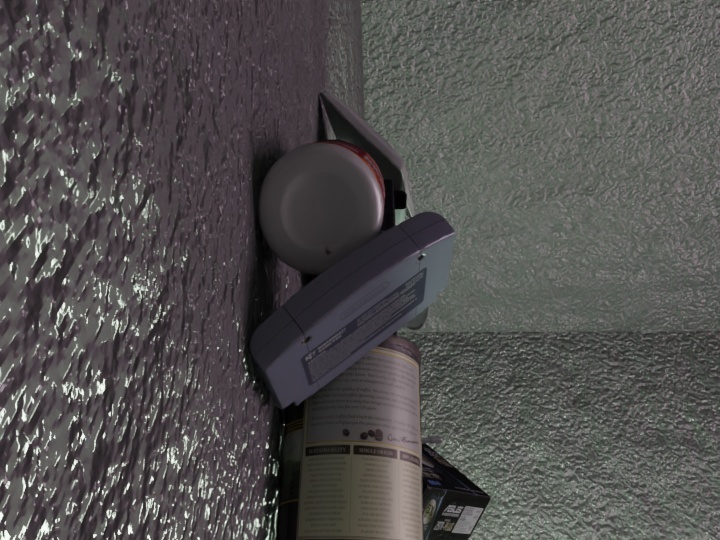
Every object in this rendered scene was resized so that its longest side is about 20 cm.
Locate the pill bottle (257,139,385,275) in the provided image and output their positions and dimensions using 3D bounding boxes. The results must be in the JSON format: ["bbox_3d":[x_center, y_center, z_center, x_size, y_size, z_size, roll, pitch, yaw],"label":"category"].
[{"bbox_3d":[-0.029,-0.069,0.621,0.200,0.107,0.113,-77,166,-77],"label":"pill bottle"}]

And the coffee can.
[{"bbox_3d":[-0.008,0.180,0.640,0.147,0.142,0.204,84,6,-62],"label":"coffee can"}]

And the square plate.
[{"bbox_3d":[0.021,-0.190,1.073,0.198,0.028,0.200,46,-5,20],"label":"square plate"}]

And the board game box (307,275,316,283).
[{"bbox_3d":[-0.059,0.065,0.879,0.103,0.019,0.205,76,14,-72],"label":"board game box"}]

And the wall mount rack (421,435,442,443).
[{"bbox_3d":[0.022,0.198,0.936,0.174,0.075,0.200,46,-3,-28],"label":"wall mount rack"}]

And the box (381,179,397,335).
[{"bbox_3d":[0.000,0.000,0.892,0.183,0.101,0.204,-87,175,-62],"label":"box"}]

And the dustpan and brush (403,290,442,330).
[{"bbox_3d":[0.077,0.013,0.829,0.200,0.056,0.144,-19,108,-86],"label":"dustpan and brush"}]

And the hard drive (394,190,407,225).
[{"bbox_3d":[0.009,-0.097,1.088,0.200,0.136,0.034,72,22,-80],"label":"hard drive"}]

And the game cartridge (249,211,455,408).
[{"bbox_3d":[-0.003,0.034,0.557,0.042,0.198,0.134,46,-18,28],"label":"game cartridge"}]

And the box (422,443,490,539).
[{"bbox_3d":[0.076,0.321,0.963,0.199,0.163,0.087,30,91,-47],"label":"box"}]
